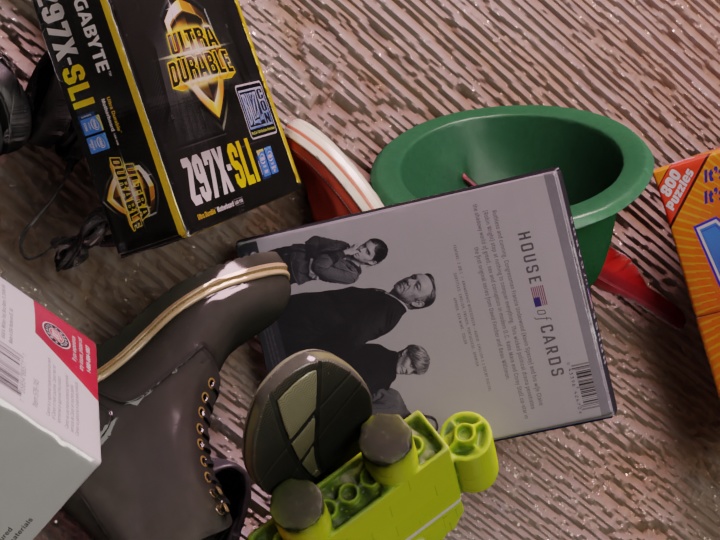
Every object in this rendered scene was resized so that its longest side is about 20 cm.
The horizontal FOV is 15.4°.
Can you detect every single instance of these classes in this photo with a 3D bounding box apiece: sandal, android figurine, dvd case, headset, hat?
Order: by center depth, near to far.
[{"bbox_3d":[-0.034,0.088,1.495,0.080,0.201,0.057,-38,72,-6],"label":"sandal"},{"bbox_3d":[-0.185,-0.098,1.504,0.123,0.094,0.200,-7,75,-33],"label":"headset"},{"bbox_3d":[0.002,0.150,1.537,0.182,0.200,0.041,-36,66,-11],"label":"android figurine"},{"bbox_3d":[0.039,0.033,1.577,0.025,0.200,0.151,-36,113,-76],"label":"dvd case"},{"bbox_3d":[0.111,0.007,1.685,0.199,0.166,0.176,-2,121,4],"label":"hat"}]

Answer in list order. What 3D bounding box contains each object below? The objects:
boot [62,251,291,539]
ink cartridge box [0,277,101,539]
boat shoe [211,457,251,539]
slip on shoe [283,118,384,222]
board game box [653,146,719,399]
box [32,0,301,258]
[{"bbox_3d":[-0.091,0.090,1.513,0.200,0.078,0.138,-35,70,-20],"label":"boot"},{"bbox_3d":[-0.254,0.062,1.369,0.200,0.145,0.145,37,106,-19],"label":"ink cartridge box"},{"bbox_3d":[-0.116,0.193,1.515,0.070,0.066,0.200,39,63,-21],"label":"boat shoe"},{"bbox_3d":[0.000,0.000,1.625,0.061,0.074,0.200,-27,93,-4],"label":"slip on shoe"},{"bbox_3d":[0.346,-0.010,1.733,0.200,0.200,0.200,-19,93,-54],"label":"board game box"},{"bbox_3d":[-0.108,-0.102,1.518,0.200,0.049,0.160,-27,101,-71],"label":"box"}]
